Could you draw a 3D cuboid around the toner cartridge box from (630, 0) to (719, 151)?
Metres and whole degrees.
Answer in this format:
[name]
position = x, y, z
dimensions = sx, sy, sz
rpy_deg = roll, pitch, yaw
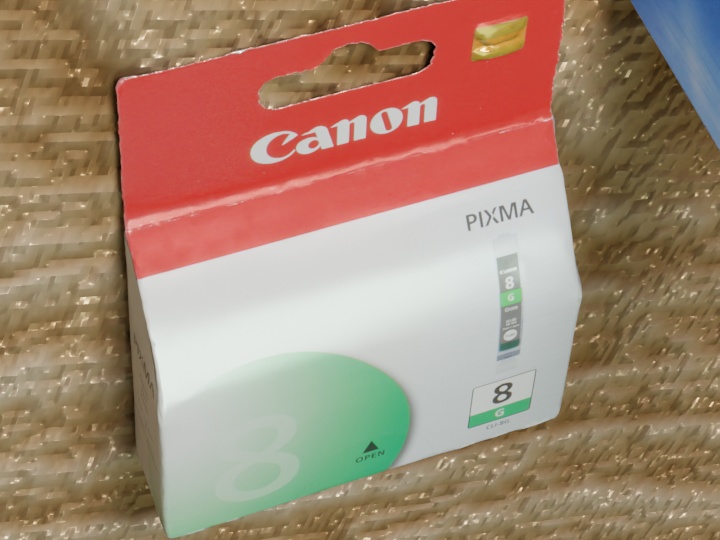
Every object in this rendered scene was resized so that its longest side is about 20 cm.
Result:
[toner cartridge box]
position = 0.151, -0.056, 0.706
dimensions = 0.043, 0.201, 0.095
rpy_deg = 1, 136, -31

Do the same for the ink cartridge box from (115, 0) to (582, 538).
[ink cartridge box]
position = 0.000, 0.000, 0.816
dimensions = 0.160, 0.050, 0.201
rpy_deg = -16, 145, -15
